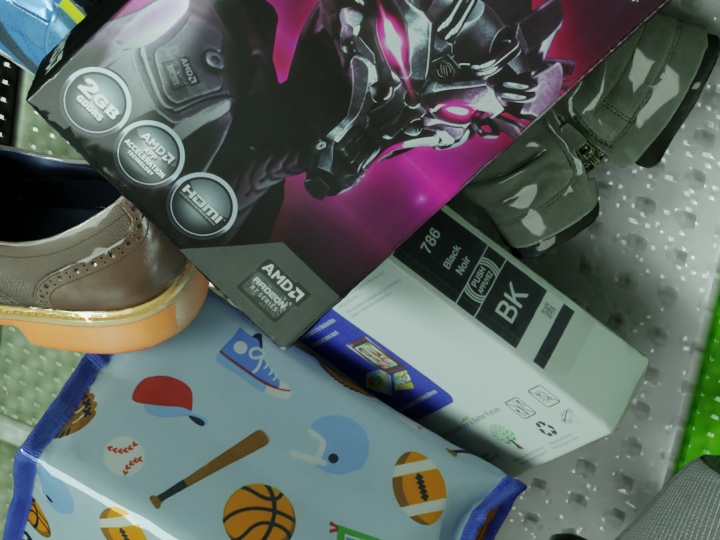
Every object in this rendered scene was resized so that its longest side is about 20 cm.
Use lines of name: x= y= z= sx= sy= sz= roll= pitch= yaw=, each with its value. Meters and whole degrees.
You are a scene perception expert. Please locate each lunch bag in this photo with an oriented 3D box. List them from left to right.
lunch bag: x=-0.044 y=0.108 z=1.145 sx=0.169 sy=0.124 sz=0.200 roll=32 pitch=151 yaw=7

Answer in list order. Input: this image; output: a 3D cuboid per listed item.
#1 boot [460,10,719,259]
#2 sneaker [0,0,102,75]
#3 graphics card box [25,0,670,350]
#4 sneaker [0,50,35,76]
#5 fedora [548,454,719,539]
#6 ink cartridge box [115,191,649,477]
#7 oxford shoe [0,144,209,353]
boot: x=0.075 y=-0.110 z=1.027 sx=0.130 sy=0.068 sz=0.200 roll=33 pitch=110 yaw=-16
sneaker: x=-0.137 y=-0.127 z=1.041 sx=0.200 sy=0.066 sz=0.078 roll=48 pitch=140 yaw=-3
graphics card box: x=0.003 y=-0.085 z=0.968 sx=0.200 sy=0.051 sz=0.125 roll=-41 pitch=106 yaw=16
sneaker: x=-0.108 y=-0.093 z=1.116 sx=0.200 sy=0.072 sz=0.072 roll=40 pitch=123 yaw=3
fedora: x=0.163 y=0.136 z=1.057 sx=0.200 sy=0.177 sz=0.090 roll=39 pitch=95 yaw=8
ink cartridge box: x=0.000 y=0.000 z=1.075 sx=0.200 sy=0.039 sz=0.099 roll=36 pitch=153 yaw=-13
oxford shoe: x=-0.156 y=-0.017 z=1.068 sx=0.199 sy=0.072 sz=0.073 roll=-1 pitch=139 yaw=15
